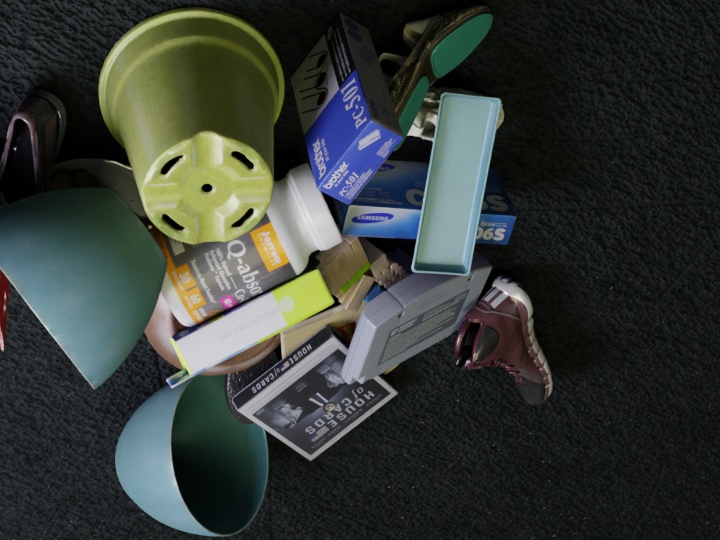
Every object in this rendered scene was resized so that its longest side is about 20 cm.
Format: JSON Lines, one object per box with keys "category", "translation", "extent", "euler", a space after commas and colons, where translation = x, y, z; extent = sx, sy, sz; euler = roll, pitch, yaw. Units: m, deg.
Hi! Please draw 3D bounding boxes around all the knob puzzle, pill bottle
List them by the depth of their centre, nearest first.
{"category": "pill bottle", "translation": [-0.126, -0.031, 1.491], "extent": [0.198, 0.117, 0.117], "euler": [-26, 131, 0]}
{"category": "knob puzzle", "translation": [-0.007, 0.087, 1.710], "extent": [0.217, 0.031, 0.221], "euler": [-20, 143, -15]}

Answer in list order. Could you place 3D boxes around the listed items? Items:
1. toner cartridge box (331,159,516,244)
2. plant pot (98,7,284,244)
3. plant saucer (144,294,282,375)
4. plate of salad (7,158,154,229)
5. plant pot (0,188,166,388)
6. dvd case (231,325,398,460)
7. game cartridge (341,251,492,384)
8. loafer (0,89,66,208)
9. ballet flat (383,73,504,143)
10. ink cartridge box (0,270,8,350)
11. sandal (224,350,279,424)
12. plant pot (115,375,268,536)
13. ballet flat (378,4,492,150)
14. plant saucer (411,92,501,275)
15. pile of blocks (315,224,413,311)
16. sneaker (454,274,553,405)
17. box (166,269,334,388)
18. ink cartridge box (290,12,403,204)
{"category": "toner cartridge box", "translation": [0.069, -0.079, 1.557], "extent": [0.197, 0.096, 0.044], "euler": [3, 128, -16]}
{"category": "plant pot", "translation": [-0.163, -0.132, 1.398], "extent": [0.197, 0.185, 0.202], "euler": [-7, 131, -8]}
{"category": "plant saucer", "translation": [-0.156, 0.038, 1.600], "extent": [0.198, 0.037, 0.203], "euler": [-9, 116, -18]}
{"category": "plate of salad", "translation": [-0.301, -0.037, 1.535], "extent": [0.197, 0.048, 0.202], "euler": [-7, 130, -8]}
{"category": "plant pot", "translation": [-0.273, -0.003, 1.375], "extent": [0.134, 0.200, 0.201], "euler": [-38, 132, -11]}
{"category": "dvd case", "translation": [-0.052, 0.156, 1.709], "extent": [0.150, 0.025, 0.200], "euler": [-38, 144, 6]}
{"category": "game cartridge", "translation": [0.068, 0.051, 1.635], "extent": [0.199, 0.041, 0.134], "euler": [-26, 146, -36]}
{"category": "loafer", "translation": [-0.359, -0.090, 1.445], "extent": [0.071, 0.063, 0.202], "euler": [20, 116, 7]}
{"category": "ballet flat", "translation": [0.070, -0.165, 1.506], "extent": [0.197, 0.072, 0.072], "euler": [8, 127, -21]}
{"category": "ink cartridge box", "translation": [-0.426, -0.020, 1.472], "extent": [0.066, 0.117, 0.202], "euler": [-6, 130, -6]}
{"category": "sandal", "translation": [-0.142, 0.092, 1.679], "extent": [0.074, 0.045, 0.203], "euler": [-17, 114, -20]}
{"category": "plant pot", "translation": [-0.223, 0.231, 1.701], "extent": [0.133, 0.202, 0.201], "euler": [-11, 137, 30]}
{"category": "ballet flat", "translation": [0.056, -0.215, 1.440], "extent": [0.201, 0.075, 0.068], "euler": [-53, 157, -15]}
{"category": "plant saucer", "translation": [0.101, -0.094, 1.495], "extent": [0.069, 0.019, 0.203], "euler": [4, 110, -16]}
{"category": "pile of blocks", "translation": [0.000, 0.000, 1.601], "extent": [0.199, 0.062, 0.083], "euler": [22, 102, -53]}
{"category": "sneaker", "translation": [0.170, 0.111, 1.730], "extent": [0.115, 0.075, 0.202], "euler": [-36, 125, -22]}
{"category": "box", "translation": [-0.133, 0.062, 1.528], "extent": [0.198, 0.122, 0.048], "euler": [-27, 94, -10]}
{"category": "ink cartridge box", "translation": [-0.017, -0.167, 1.392], "extent": [0.044, 0.201, 0.094], "euler": [24, 121, -29]}
